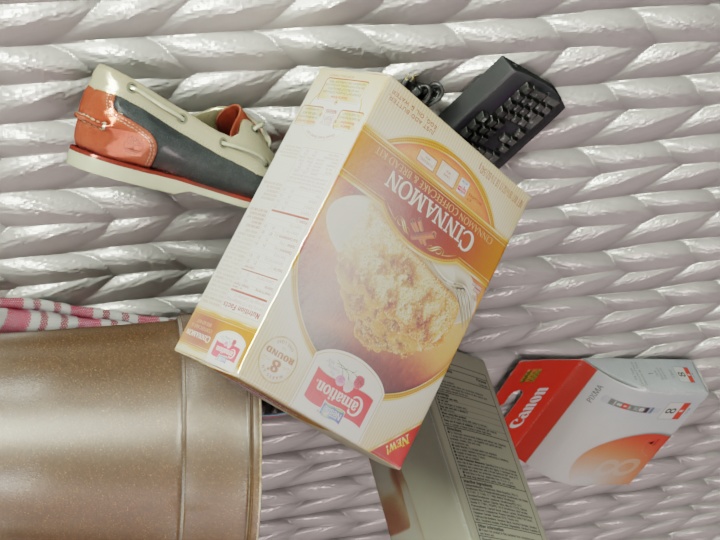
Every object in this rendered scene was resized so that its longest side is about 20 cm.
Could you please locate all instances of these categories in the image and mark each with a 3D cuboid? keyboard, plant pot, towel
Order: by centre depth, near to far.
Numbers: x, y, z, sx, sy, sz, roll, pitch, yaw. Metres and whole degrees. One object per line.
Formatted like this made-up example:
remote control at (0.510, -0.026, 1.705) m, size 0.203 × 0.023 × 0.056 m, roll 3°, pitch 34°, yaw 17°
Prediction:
plant pot at (-0.177, 0.121, 0.885) m, size 0.197 × 0.201 × 0.201 m, roll 1°, pitch 140°, yaw -11°
keyboard at (0.042, -0.075, 0.893) m, size 0.127 × 0.021 × 0.200 m, roll 20°, pitch 128°, yaw -40°
towel at (-0.217, 0.083, 0.979) m, size 0.199 × 0.030 × 0.147 m, roll 10°, pitch 134°, yaw -31°

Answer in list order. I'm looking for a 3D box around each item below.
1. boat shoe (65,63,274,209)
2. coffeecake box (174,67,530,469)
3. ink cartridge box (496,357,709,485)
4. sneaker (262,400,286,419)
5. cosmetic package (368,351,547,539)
boat shoe at (-0.091, -0.076, 0.803) m, size 0.199 × 0.071 × 0.063 m, roll 12°, pitch 96°, yaw -42°
coffeecake box at (0.000, 0.000, 0.803) m, size 0.153 × 0.073 × 0.201 m, roll 35°, pitch 78°, yaw -39°
ink cartridge box at (0.211, 0.148, 1.220) m, size 0.199 × 0.050 × 0.163 m, roll 0°, pitch 139°, yaw -27°
sneaker at (-0.007, 0.076, 1.016) m, size 0.199 × 0.080 × 0.096 m, roll -24°, pitch 145°, yaw 8°
cosmetic package at (0.072, 0.168, 1.063) m, size 0.103 × 0.201 × 0.087 m, roll 19°, pitch 131°, yaw -37°
